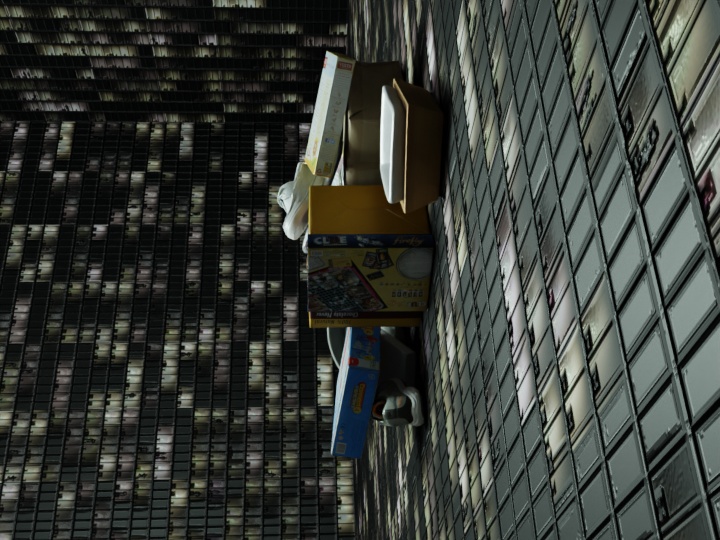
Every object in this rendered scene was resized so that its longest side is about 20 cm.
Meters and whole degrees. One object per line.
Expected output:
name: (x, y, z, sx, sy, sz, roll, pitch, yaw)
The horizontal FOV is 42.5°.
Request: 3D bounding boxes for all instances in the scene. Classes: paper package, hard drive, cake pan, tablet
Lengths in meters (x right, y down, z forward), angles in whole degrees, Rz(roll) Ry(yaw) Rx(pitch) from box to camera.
paper package: (0.021, -0.244, 1.659, 0.202, 0.101, 0.193, 93, 175, -45)
hard drive: (0.040, 0.179, 1.729, 0.199, 0.026, 0.135, 32, 126, 56)
cake pan: (0.016, 0.140, 1.828, 0.198, 0.036, 0.204, 17, 116, 39)
tablet: (-0.068, -0.132, 1.684, 0.130, 0.013, 0.204, 129, 159, -86)

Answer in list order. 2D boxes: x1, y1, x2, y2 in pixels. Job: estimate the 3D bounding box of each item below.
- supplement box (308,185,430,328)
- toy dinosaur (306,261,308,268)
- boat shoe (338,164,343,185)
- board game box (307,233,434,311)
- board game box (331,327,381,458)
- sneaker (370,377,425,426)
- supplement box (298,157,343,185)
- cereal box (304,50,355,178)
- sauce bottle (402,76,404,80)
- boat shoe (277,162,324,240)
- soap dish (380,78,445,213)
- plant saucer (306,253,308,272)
supplement box: (0.008, -0.022, 1.561, 0.134, 0.193, 0.203, -94, 5, -50)
toy dinosaur: (0.000, 0.000, 1.731, 0.102, 0.196, 0.138, 105, 150, -68)
boat shoe: (-0.036, -0.112, 1.831, 0.071, 0.062, 0.204, -72, -20, -69)
board game box: (0.013, 0.005, 1.467, 0.035, 0.195, 0.137, -94, 6, -49)
board game box: (-0.006, 0.188, 1.638, 0.197, 0.055, 0.203, -86, 5, -56)
sneaker: (0.048, 0.230, 1.604, 0.200, 0.078, 0.076, 167, 96, -76)
supplement box: (-0.025, -0.155, 1.921, 0.103, 0.129, 0.203, -35, -74, -58)
cereal box: (-0.054, -0.274, 1.610, 0.144, 0.039, 0.204, -118, 40, -71)
sauce bottle: (0.050, -0.374, 1.895, 0.200, 0.065, 0.068, -124, 34, -83)
boat shoe: (-0.111, -0.130, 1.630, 0.202, 0.067, 0.073, -71, 1, -46)
soap dish: (0.075, -0.193, 1.398, 0.201, 0.079, 0.161, -101, 11, -68)
plant saucer: (-0.013, 0.002, 1.840, 0.032, 0.196, 0.203, -78, -8, -57)
